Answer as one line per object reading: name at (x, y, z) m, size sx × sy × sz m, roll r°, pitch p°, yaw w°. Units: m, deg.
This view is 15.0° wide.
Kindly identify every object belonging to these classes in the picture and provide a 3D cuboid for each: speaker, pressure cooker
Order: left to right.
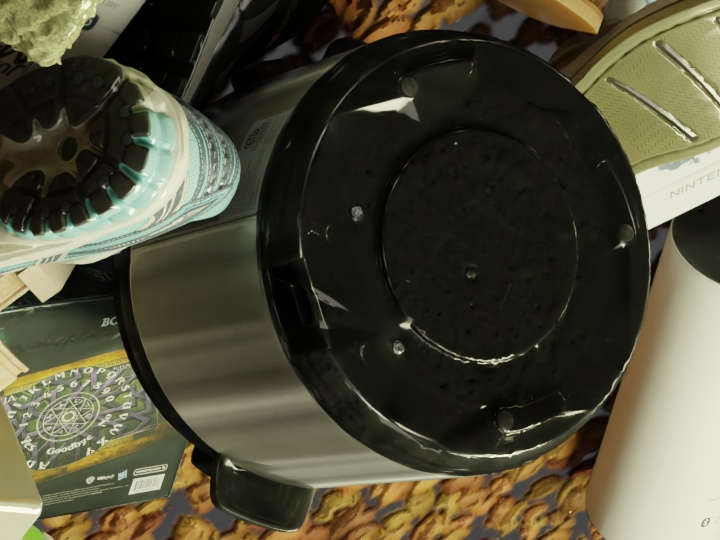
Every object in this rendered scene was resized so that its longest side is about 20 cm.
pressure cooker at (-0.002, -0.002, 1.097) m, size 0.176 × 0.179 × 0.200 m, roll -31°, pitch -170°, yaw -30°
speaker at (0.177, 0.058, 1.418) m, size 0.081 × 0.081 × 0.200 m, roll -15°, pitch 138°, yaw -28°

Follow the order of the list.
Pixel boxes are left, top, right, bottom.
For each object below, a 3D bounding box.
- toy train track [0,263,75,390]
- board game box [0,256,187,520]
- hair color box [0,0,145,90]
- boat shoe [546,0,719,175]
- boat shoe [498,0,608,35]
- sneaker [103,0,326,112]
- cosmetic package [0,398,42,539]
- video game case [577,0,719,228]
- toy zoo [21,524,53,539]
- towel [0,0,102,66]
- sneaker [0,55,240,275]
toy train track at (-0.195, 0.054, 1.089) m, size 0.200 × 0.033 × 0.115 m, roll -37°, pitch 143°, yaw 0°
board game box at (-0.156, 0.056, 1.176) m, size 0.200 × 0.028 × 0.135 m, roll -7°, pitch 133°, yaw -35°
hair color box at (-0.096, -0.159, 0.971) m, size 0.100 × 0.061 × 0.200 m, roll 20°, pitch 115°, yaw -49°
boat shoe at (0.113, -0.079, 1.196) m, size 0.200 × 0.068 × 0.075 m, roll -33°, pitch 120°, yaw 24°
boat shoe at (0.063, -0.145, 1.098) m, size 0.070 × 0.070 × 0.200 m, roll -69°, pitch 161°, yaw 0°
sneaker at (-0.055, -0.095, 1.068) m, size 0.087 × 0.076 × 0.200 m, roll 10°, pitch 122°, yaw -53°
cosmetic package at (-0.229, 0.083, 0.981) m, size 0.200 × 0.071 × 0.105 m, roll 11°, pitch 131°, yaw -41°
video game case at (0.182, -0.114, 1.287) m, size 0.182 × 0.024 × 0.200 m, roll -25°, pitch 141°, yaw -18°
toy zoo at (-0.222, 0.113, 1.101) m, size 0.131 × 0.020 × 0.200 m, roll -33°, pitch 144°, yaw 6°
towel at (-0.108, -0.180, 0.890) m, size 0.148 × 0.036 × 0.200 m, roll 30°, pitch 106°, yaw -5°
sneaker at (-0.132, -0.022, 1.007) m, size 0.200 × 0.078 × 0.086 m, roll -8°, pitch 166°, yaw 34°
